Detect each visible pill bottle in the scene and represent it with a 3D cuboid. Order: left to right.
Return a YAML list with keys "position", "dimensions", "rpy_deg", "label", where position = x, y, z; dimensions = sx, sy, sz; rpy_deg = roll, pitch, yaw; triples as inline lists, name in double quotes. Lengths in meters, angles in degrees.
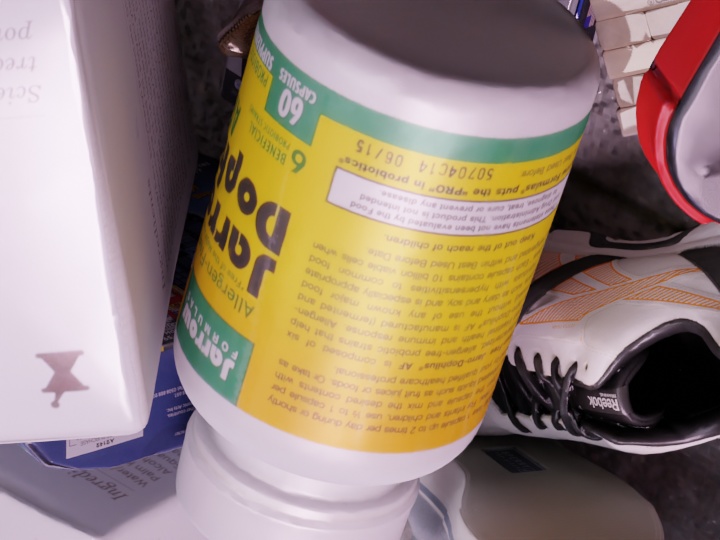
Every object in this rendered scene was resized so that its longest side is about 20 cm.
- position: [0.000, 0.000, 0.856]
  dimensions: [0.113, 0.113, 0.200]
  rpy_deg: [35, 124, 28]
  label: "pill bottle"

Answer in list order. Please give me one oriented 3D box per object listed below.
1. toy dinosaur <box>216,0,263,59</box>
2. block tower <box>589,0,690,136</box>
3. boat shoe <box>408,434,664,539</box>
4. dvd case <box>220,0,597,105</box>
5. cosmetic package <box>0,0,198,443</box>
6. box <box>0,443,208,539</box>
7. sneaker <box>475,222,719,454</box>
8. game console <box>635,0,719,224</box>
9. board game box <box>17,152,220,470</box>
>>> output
- position: [-0.011, -0.174, 0.903]
  dimensions: [0.106, 0.060, 0.200]
  rpy_deg: [30, 113, 19]
  label: "toy dinosaur"
- position: [0.093, -0.139, 0.818]
  dimensions: [0.058, 0.054, 0.200]
  rpy_deg: [-11, 106, 24]
  label: "block tower"
- position: [0.059, 0.106, 0.911]
  dimensions: [0.201, 0.070, 0.072]
  rpy_deg: [-136, 45, -74]
  label: "boat shoe"
- position: [0.024, -0.119, 0.934]
  dimensions: [0.150, 0.025, 0.200]
  rpy_deg: [34, 126, 28]
  label: "dvd case"
- position: [-0.154, -0.058, 0.878]
  dimensions: [0.165, 0.200, 0.165]
  rpy_deg: [-4, 119, 4]
  label: "cosmetic package"
- position: [-0.121, 0.125, 1.063]
  dimensions: [0.200, 0.171, 0.199]
  rpy_deg: [24, 122, 34]
  label: "box"
- position: [0.079, 0.028, 0.890]
  dimensions: [0.200, 0.080, 0.074]
  rpy_deg: [-14, 113, 42]
  label: "sneaker"
- position: [0.195, -0.061, 0.703]
  dimensions: [0.200, 0.031, 0.177]
  rpy_deg: [22, 117, -15]
  label: "game console"
- position: [-0.094, 0.008, 1.006]
  dimensions: [0.200, 0.200, 0.062]
  rpy_deg: [31, 128, 48]
  label: "board game box"
